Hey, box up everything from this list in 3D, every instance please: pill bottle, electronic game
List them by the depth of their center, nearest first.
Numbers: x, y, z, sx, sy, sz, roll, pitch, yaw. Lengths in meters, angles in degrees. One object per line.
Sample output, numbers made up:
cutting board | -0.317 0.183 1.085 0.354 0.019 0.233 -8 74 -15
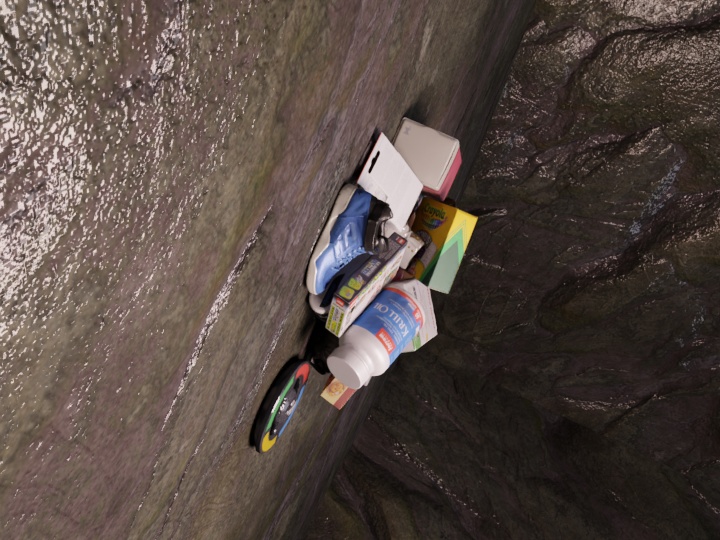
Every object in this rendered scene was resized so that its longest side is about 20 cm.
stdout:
pill bottle | 0.029 0.131 1.172 0.200 0.112 0.113 -45 160 -33
electronic game | -0.154 0.270 1.213 0.201 0.041 0.200 -61 168 -23

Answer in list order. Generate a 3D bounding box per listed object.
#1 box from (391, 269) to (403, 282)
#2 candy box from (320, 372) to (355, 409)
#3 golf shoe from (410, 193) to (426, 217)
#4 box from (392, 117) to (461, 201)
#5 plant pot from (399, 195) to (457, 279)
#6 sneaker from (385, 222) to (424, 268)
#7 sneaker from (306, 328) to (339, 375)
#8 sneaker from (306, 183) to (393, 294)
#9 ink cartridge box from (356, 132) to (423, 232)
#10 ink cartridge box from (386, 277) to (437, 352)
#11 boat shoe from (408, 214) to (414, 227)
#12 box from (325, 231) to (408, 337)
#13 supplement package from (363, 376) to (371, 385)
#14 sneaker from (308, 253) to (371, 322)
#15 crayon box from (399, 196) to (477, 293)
box | 0.032 0.072 1.499 0.200 0.095 0.100 -63 172 -54
candy box | -0.012 0.195 1.311 0.116 0.055 0.200 -53 -177 23
golf shoe | 0.104 -0.161 1.453 0.200 0.077 0.089 -43 158 -59
box | 0.140 -0.234 1.320 0.110 0.127 0.200 -65 169 4
plant pot | 0.173 -0.100 1.657 0.201 0.199 0.199 -55 157 -45
sneaker | 0.093 -0.098 1.312 0.074 0.115 0.201 -50 159 -51
sneaker | -0.065 0.154 1.333 0.114 0.076 0.200 -46 -170 12
sneaker | -0.013 -0.037 1.047 0.201 0.111 0.077 -66 169 4
ink cartridge box | 0.043 -0.167 1.157 0.200 0.050 0.110 40 73 -54
ink cartridge box | 0.101 0.095 1.371 0.200 0.083 0.146 -12 92 -69
boat shoe | 0.078 -0.090 1.485 0.072 0.075 0.201 76 38 -70
box | 0.013 0.024 1.141 0.200 0.035 0.110 -45 162 -37
supplement package | 0.009 0.182 1.615 0.201 0.117 0.117 -62 168 -22
sneaker | -0.032 0.007 1.180 0.201 0.073 0.112 -54 168 -16
crayon box | 0.164 -0.062 1.346 0.200 0.058 0.174 -139 -113 -69
